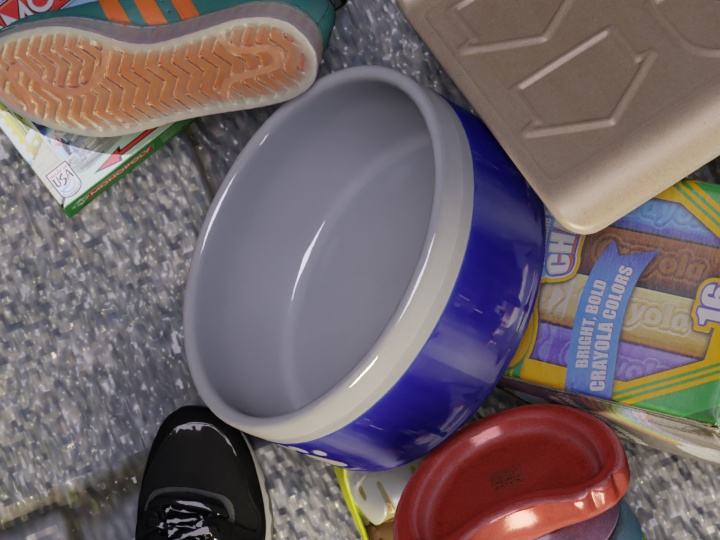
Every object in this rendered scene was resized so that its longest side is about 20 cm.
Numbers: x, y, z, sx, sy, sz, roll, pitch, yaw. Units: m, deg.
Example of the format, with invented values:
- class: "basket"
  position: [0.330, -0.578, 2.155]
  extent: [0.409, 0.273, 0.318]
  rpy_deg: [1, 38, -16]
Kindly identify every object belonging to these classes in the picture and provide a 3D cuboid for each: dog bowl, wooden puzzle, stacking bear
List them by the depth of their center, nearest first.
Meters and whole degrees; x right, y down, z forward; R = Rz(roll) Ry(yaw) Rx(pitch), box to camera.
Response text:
- class: "stacking bear"
  position: [0.107, 0.179, 1.331]
  extent: [0.121, 0.114, 0.201]
  rpy_deg: [-22, 114, 6]
- class: "wooden puzzle"
  position: [0.139, -0.126, 1.340]
  extent: [0.185, 0.046, 0.200]
  rpy_deg: [-32, 54, -1]
- class: "dog bowl"
  position: [0.000, 0.000, 1.348]
  extent: [0.079, 0.200, 0.201]
  rpy_deg: [26, 80, -36]

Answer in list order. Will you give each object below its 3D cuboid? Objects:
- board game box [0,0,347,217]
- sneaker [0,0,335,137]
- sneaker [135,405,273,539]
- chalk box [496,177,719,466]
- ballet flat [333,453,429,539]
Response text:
- class: "board game box"
  position: [-0.127, -0.144, 1.465]
  extent: [0.200, 0.029, 0.135]
  rpy_deg: [-38, 81, -3]
- class: "sneaker"
  position: [-0.107, -0.125, 1.417]
  extent: [0.199, 0.080, 0.072]
  rpy_deg: [-2, 123, 18]
- class: "sneaker"
  position: [-0.089, 0.169, 1.378]
  extent: [0.075, 0.088, 0.201]
  rpy_deg: [2, 80, 4]
- class: "chalk box"
  position: [0.139, 0.019, 1.356]
  extent: [0.199, 0.124, 0.124]
  rpy_deg: [15, 81, 33]
- class: "ballet flat"
  position: [0.032, 0.144, 1.386]
  extent: [0.067, 0.067, 0.201]
  rpy_deg: [-18, 79, 1]
